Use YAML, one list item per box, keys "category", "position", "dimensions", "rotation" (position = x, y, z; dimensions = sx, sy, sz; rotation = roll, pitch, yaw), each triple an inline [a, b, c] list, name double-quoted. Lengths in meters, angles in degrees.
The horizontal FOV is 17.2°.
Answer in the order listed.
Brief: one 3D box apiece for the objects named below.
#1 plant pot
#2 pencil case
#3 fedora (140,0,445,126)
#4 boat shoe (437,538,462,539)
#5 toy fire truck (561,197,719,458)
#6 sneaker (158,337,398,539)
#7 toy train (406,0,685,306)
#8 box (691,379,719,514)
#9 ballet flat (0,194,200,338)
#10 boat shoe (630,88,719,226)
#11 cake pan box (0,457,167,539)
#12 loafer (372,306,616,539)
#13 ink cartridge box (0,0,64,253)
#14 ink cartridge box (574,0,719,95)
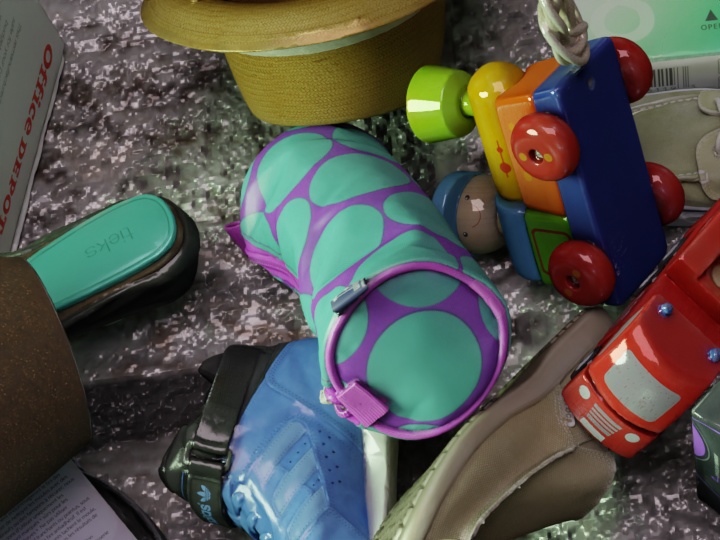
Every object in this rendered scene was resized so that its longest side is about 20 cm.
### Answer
- category: "plant pot"
  position: [-0.231, 0.070, 1.078]
  dimensions: [0.200, 0.187, 0.187]
  rotation: [-21, 62, -16]
- category: "pencil case"
  position: [0.000, 0.000, 1.109]
  dimensions: [0.092, 0.085, 0.200]
  rotation: [-34, 26, 1]
- category: "fedora"
  position: [-0.013, -0.125, 1.198]
  dimensions: [0.200, 0.082, 0.201]
  rotation: [-9, 25, 4]
- category: "boat shoe"
  position: [0.063, 0.210, 1.006]
  dimensions: [0.073, 0.063, 0.200]
  rotation: [-21, 102, 1]
- category: "toy fire truck"
  position: [0.181, -0.013, 1.075]
  dimensions: [0.049, 0.141, 0.200]
  rotation: [42, 50, 1]
- category: "sneaker"
  position: [-0.039, 0.122, 1.113]
  dimensions: [0.111, 0.077, 0.200]
  rotation: [0, 61, 4]
- category: "toy train"
  position: [0.070, -0.082, 1.121]
  dimensions: [0.116, 0.200, 0.085]
  rotation: [8, 39, 38]
- category: "box"
  position: [0.255, 0.104, 1.044]
  dimensions: [0.200, 0.122, 0.106]
  rotation: [39, 77, 23]
- category: "ballet flat"
  position: [-0.171, 0.024, 1.189]
  dimensions: [0.199, 0.068, 0.068]
  rotation: [-18, 63, 2]
- category: "boat shoe"
  position: [0.197, -0.066, 1.168]
  dimensions: [0.199, 0.062, 0.072]
  rotation: [-1, 65, 11]
- category: "cake pan box"
  position: [-0.180, 0.178, 1.130]
  dimensions: [0.200, 0.052, 0.184]
  rotation: [-41, 67, -9]
- category: "loafer"
  position: [0.076, 0.090, 1.080]
  dimensions: [0.068, 0.076, 0.200]
  rotation: [42, 50, 5]
- category: "ink cartridge box"
  position: [-0.230, -0.105, 1.187]
  dimensions: [0.086, 0.200, 0.147]
  rotation: [4, 66, 14]
- category: "ink cartridge box"
  position: [0.176, -0.187, 1.238]
  dimensions: [0.160, 0.050, 0.201]
  rotation: [-6, 66, 7]
